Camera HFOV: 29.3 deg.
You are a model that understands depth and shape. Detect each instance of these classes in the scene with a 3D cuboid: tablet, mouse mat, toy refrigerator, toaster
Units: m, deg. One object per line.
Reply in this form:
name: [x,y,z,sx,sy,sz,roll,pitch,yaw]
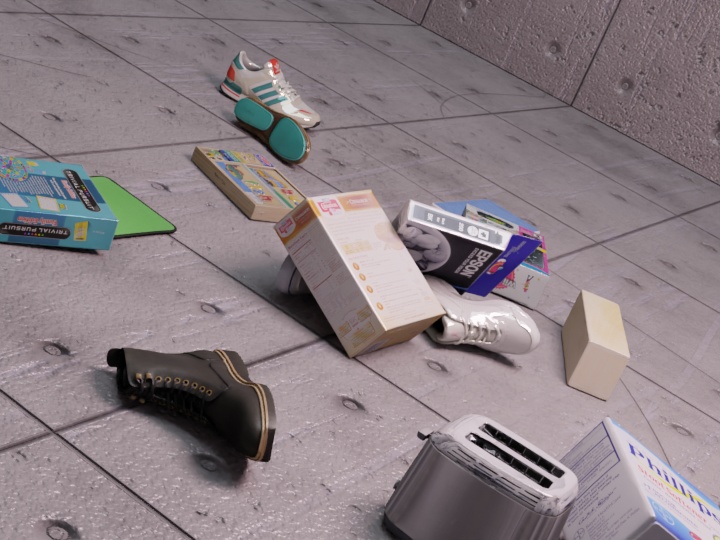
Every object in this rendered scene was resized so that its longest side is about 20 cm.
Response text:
tablet: [0.222,-0.089,2.437,0.130,0.014,0.200,35,23,28]
mouse mat: [-0.358,-0.084,1.824,0.161,0.008,0.200,34,24,27]
toy refrigerator: [0.342,0.106,2.000,0.070,0.076,0.200,23,20,-2]
toaster: [0.130,0.238,1.384,0.200,0.129,0.114,32,23,21]

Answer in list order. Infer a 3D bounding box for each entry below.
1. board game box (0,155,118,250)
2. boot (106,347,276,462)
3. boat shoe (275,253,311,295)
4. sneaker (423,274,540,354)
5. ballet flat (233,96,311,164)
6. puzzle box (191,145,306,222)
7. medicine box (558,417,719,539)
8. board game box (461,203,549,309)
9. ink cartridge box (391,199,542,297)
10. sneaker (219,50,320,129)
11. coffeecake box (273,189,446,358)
board game box: [-0.419,-0.087,1.699,0.200,0.047,0.151,5,28,-34]
boot: [-0.175,0.136,1.408,0.138,0.078,0.200,8,12,-26]
boat shoe: [-0.047,-0.004,1.856,0.067,0.074,0.200,24,19,15]
sneaker: [0.145,0.079,1.884,0.200,0.078,0.099,18,26,10]
ballet flat: [-0.137,-0.233,2.359,0.200,0.068,0.072,34,4,36]
puzzle box: [-0.158,-0.130,2.118,0.133,0.025,0.200,5,27,-41]
medicine box: [0.304,0.280,1.427,0.182,0.103,0.200,39,16,-18]
board game box: [0.224,-0.025,2.213,0.147,0.064,0.200,22,22,-3]
ink cartridge box: [0.123,-0.013,1.923,0.200,0.198,0.043,16,61,-13]
sneaker: [-0.156,-0.331,2.511,0.199,0.094,0.070,27,21,10]
coffeecake box: [0.000,0.000,1.790,0.153,0.073,0.200,-12,68,-56]
